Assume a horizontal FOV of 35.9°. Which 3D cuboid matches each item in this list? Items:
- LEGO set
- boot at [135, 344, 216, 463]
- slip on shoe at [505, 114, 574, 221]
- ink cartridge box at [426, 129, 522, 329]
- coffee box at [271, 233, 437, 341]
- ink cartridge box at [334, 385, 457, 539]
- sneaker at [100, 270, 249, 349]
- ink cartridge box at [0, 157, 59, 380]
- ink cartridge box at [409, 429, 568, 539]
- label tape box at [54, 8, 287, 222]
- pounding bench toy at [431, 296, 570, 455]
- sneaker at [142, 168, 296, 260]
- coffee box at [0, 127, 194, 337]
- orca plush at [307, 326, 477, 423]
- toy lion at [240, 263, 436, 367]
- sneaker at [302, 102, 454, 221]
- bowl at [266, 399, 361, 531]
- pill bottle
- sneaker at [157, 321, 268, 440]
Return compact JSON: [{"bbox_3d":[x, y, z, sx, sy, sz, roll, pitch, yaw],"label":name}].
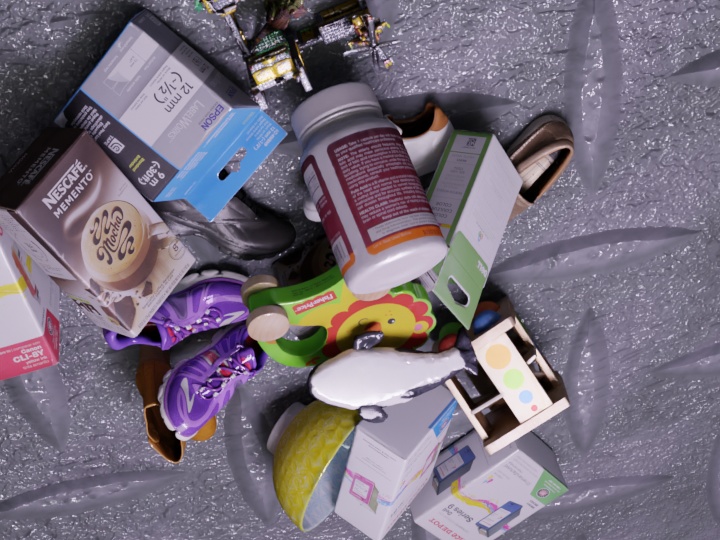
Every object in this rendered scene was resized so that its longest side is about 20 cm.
[{"bbox_3d":[-0.063,-0.257,1.135,0.199,0.116,0.154,-16,129,-1],"label":"LEGO set"},{"bbox_3d":[-0.238,0.198,1.432,0.070,0.144,0.202,-20,129,4],"label":"boot"},{"bbox_3d":[0.187,-0.098,1.355,0.076,0.061,0.200,30,116,-31],"label":"slip on shoe"},{"bbox_3d":[0.113,-0.047,1.259,0.059,0.201,0.104,10,158,33],"label":"ink cartridge box"},{"bbox_3d":[0.000,0.000,1.355,0.199,0.113,0.080,-31,128,10],"label":"coffee box"},{"bbox_3d":[0.047,0.253,1.519,0.084,0.144,0.201,32,137,17],"label":"ink cartridge box"},{"bbox_3d":[-0.217,0.062,1.361,0.199,0.084,0.081,-12,129,-5],"label":"sneaker"},{"bbox_3d":[-0.406,-0.001,1.236,0.083,0.146,0.201,-15,129,-2],"label":"ink cartridge box"},{"bbox_3d":[0.186,0.322,1.667,0.200,0.088,0.145,-36,127,17],"label":"ink cartridge box"},{"bbox_3d":[-0.200,-0.153,1.181,0.200,0.066,0.143,40,112,-11],"label":"label tape box"},{"bbox_3d":[0.179,0.121,1.494,0.124,0.200,0.156,-33,96,11],"label":"pounding bench toy"},{"bbox_3d":[-0.161,-0.074,1.288,0.199,0.076,0.091,15,117,-26],"label":"sneaker"},{"bbox_3d":[-0.281,-0.040,1.164,0.113,0.080,0.200,-55,131,-23],"label":"coffee box"},{"bbox_3d":[0.032,0.110,1.306,0.199,0.071,0.106,-24,100,-8],"label":"orca plush"},{"bbox_3d":[-0.017,0.059,1.291,0.199,0.069,0.192,-21,137,4],"label":"toy lion"},{"bbox_3d":[0.013,-0.132,1.287,0.199,0.073,0.085,-29,127,-5],"label":"sneaker"},{"bbox_3d":[-0.063,0.241,1.516,0.107,0.200,0.201,31,125,17],"label":"bowl"},{"bbox_3d":[0.005,-0.087,1.168,0.114,0.201,0.114,-20,165,-6],"label":"pill bottle"},{"bbox_3d":[-0.171,0.123,1.365,0.083,0.200,0.081,-18,115,45],"label":"sneaker"}]
